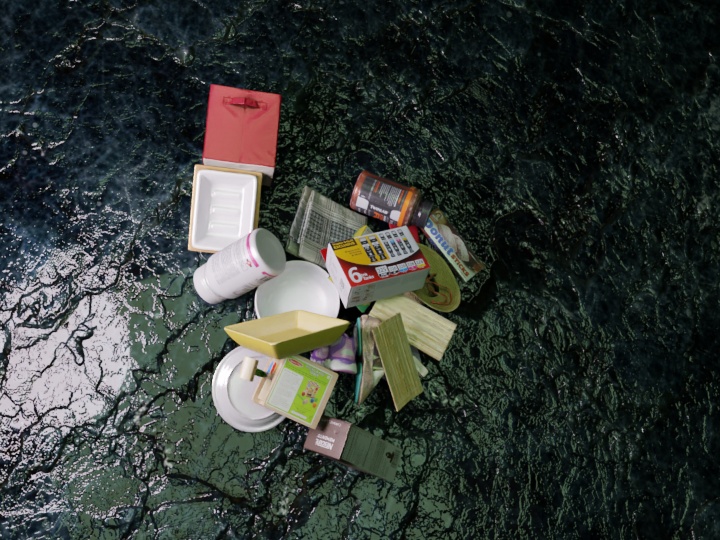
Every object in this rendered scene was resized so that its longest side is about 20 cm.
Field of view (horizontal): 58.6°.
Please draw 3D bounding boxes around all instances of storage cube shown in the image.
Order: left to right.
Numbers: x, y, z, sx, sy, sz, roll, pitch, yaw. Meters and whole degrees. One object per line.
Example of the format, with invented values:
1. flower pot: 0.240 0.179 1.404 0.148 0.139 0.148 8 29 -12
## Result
1. storage cube: -0.285 -0.319 1.556 0.170 0.200 0.181 6 80 -11

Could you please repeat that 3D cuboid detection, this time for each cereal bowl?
1. cereal bowl: -0.153 0.081 1.530 0.199 0.083 0.202 3 74 -11

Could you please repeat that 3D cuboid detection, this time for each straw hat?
1. straw hat: 0.147 0.037 1.595 0.200 0.085 0.202 22 45 -25

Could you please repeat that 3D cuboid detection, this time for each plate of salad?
1. plate of salad: -0.241 0.267 1.474 0.199 0.048 0.202 3 82 -21

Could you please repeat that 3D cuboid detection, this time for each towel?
1. towel: -0.077 -0.092 1.581 0.199 0.034 0.194 25 62 -23

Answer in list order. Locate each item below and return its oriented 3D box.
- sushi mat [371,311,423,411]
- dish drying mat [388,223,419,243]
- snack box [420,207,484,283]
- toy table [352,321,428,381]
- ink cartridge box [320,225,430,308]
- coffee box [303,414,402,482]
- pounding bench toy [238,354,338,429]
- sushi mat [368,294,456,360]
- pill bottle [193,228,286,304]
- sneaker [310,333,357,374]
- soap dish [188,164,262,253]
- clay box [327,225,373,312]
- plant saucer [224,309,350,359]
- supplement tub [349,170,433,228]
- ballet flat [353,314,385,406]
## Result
1. sushi mat: 0.083 0.201 1.429 0.095 0.012 0.201 -26 104 -38
2. dish drying mat: 0.115 -0.086 1.667 0.076 0.018 0.201 -4 75 -12
3. snack box: 0.236 -0.066 1.684 0.072 0.024 0.200 -36 85 -18
4. toy table: 0.074 0.184 1.533 0.199 0.117 0.184 35 71 -2
5. ink cartridge box: 0.028 -0.027 1.466 0.199 0.084 0.176 -14 56 -21
6. coffee box: -0.014 0.389 1.407 0.200 0.114 0.080 37 65 -41
7. pounding bench toy: -0.179 0.239 1.392 0.199 0.156 0.125 28 75 -16
8. sushi mat: 0.120 0.121 1.483 0.199 0.012 0.096 29 69 -4
9. pill bottle: -0.278 -0.005 1.463 0.199 0.113 0.114 -27 79 25
10. sneaker: -0.055 0.182 1.460 0.080 0.200 0.089 10 82 -20
11. soap dish: -0.320 -0.141 1.527 0.156 0.081 0.202 5 97 -10
12. clay box: 0.000 0.000 1.556 0.115 0.047 0.200 46 51 -19
13. plant saucer: -0.154 0.137 1.355 0.199 0.199 0.049 -13 103 -39
14. supplement tub: 0.081 -0.173 1.619 0.199 0.107 0.107 21 71 7
15. ballet flat: 0.023 0.200 1.422 0.067 0.068 0.202 3 89 -8
